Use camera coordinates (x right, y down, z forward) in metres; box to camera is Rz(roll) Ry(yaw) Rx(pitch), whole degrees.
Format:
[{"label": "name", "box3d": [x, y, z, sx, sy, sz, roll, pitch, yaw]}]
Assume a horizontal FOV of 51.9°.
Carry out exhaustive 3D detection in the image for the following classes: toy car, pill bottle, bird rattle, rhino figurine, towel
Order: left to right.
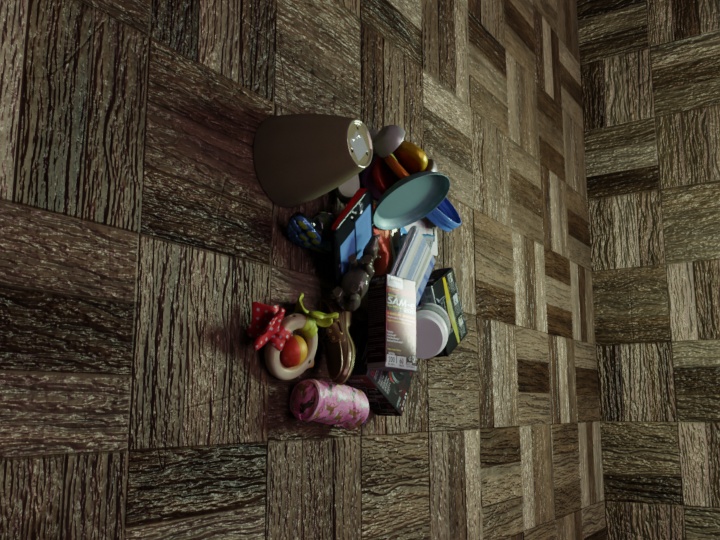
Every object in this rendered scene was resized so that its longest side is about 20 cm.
[{"label": "bird rattle", "box3d": [-0.133, 0.135, 1.430, 0.199, 0.111, 0.167, -22, 119, -53]}, {"label": "rhino figurine", "box3d": [0.000, 0.000, 1.582, 0.088, 0.059, 0.202, 86, 27, -58]}, {"label": "toy car", "box3d": [0.068, -0.233, 1.734, 0.174, 0.199, 0.152, 39, 75, -25]}, {"label": "towel", "box3d": [0.127, -0.005, 1.794, 0.149, 0.023, 0.200, -65, 153, -14]}, {"label": "pill bottle", "box3d": [0.161, 0.148, 1.812, 0.200, 0.111, 0.117, -24, 106, -79]}]

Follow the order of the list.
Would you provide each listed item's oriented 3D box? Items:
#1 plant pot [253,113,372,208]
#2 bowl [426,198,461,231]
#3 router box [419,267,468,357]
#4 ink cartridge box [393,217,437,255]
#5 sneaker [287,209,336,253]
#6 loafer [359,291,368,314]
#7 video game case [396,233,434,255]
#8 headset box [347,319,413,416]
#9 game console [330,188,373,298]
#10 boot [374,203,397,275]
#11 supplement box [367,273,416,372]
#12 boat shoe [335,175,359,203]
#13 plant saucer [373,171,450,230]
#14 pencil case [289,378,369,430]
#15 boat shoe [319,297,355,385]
[{"label": "plant pot", "box3d": [-0.080, -0.233, 1.477, 0.186, 0.196, 0.192, 14, 73, -56]}, {"label": "bowl", "box3d": [0.184, -0.184, 1.942, 0.200, 0.039, 0.202, 41, 20, -18]}, {"label": "router box", "box3d": [0.227, 0.113, 2.034, 0.157, 0.051, 0.204, -33, 112, -55]}, {"label": "ink cartridge box", "box3d": [0.124, -0.100, 1.896, 0.198, 0.067, 0.119, 11, 76, -56]}, {"label": "sneaker", "box3d": [-0.094, -0.090, 1.556, 0.199, 0.069, 0.085, 20, 66, -62]}, {"label": "loafer", "box3d": [0.050, 0.088, 1.728, 0.198, 0.068, 0.077, 26, 100, -45]}, {"label": "video game case", "box3d": [0.118, 0.008, 1.836, 0.142, 0.018, 0.204, -3, 112, -57]}, {"label": "headset box", "box3d": [0.040, 0.219, 1.701, 0.201, 0.074, 0.151, 53, 44, -39]}, {"label": "game console", "box3d": [-0.015, -0.060, 1.608, 0.178, 0.030, 0.203, -58, 154, -45]}, {"label": "boot", "box3d": [0.031, -0.063, 1.752, 0.106, 0.074, 0.205, 19, 65, -46]}, {"label": "supplement box", "box3d": [0.071, 0.118, 1.638, 0.108, 0.060, 0.205, 14, 71, -45]}, {"label": "boat shoe", "box3d": [-0.035, -0.250, 1.700, 0.062, 0.071, 0.205, 118, -28, -68]}, {"label": "plant saucer", "box3d": [0.112, -0.164, 1.689, 0.199, 0.199, 0.028, 11, 45, -56]}, {"label": "pencil case", "box3d": [-0.063, 0.277, 1.525, 0.199, 0.082, 0.088, 27, 46, -53]}, {"label": "boat shoe", "box3d": [-0.058, 0.145, 1.546, 0.067, 0.072, 0.203, 25, 41, -32]}]
